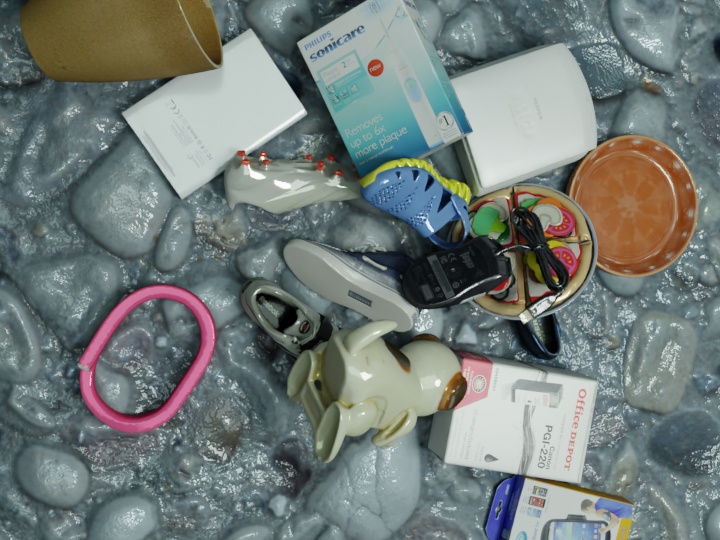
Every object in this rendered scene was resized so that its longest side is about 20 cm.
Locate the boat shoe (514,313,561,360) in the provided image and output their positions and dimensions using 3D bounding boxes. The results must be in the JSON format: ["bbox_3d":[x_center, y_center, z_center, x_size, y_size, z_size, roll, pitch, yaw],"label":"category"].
[{"bbox_3d":[0.239,0.024,1.052,0.084,0.069,0.201,-26,92,-6],"label":"boat shoe"}]

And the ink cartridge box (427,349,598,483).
[{"bbox_3d":[0.208,0.199,1.046,0.199,0.085,0.147,11,90,-11],"label":"ink cartridge box"}]

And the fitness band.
[{"bbox_3d":[-0.274,0.112,0.988,0.143,0.037,0.201,34,87,-9],"label":"fitness band"}]

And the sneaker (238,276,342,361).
[{"bbox_3d":[-0.073,0.084,0.996,0.199,0.088,0.074,34,84,-10],"label":"sneaker"}]

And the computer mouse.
[{"bbox_3d":[0.161,0.019,0.965,0.199,0.046,0.141,-28,63,-3],"label":"computer mouse"}]

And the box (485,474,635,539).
[{"bbox_3d":[0.281,0.363,1.084,0.199,0.041,0.120,15,89,-12],"label":"box"}]

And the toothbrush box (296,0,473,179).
[{"bbox_3d":[0.034,-0.234,0.977,0.146,0.085,0.201,-24,93,20],"label":"toothbrush box"}]

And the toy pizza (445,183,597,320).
[{"bbox_3d":[0.210,-0.032,1.011,0.199,0.032,0.201,-6,65,13],"label":"toy pizza"}]

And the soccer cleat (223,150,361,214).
[{"bbox_3d":[-0.081,-0.110,1.006,0.199,0.069,0.078,3,121,-16],"label":"soccer cleat"}]

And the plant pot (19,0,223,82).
[{"bbox_3d":[-0.293,-0.305,0.917,0.199,0.186,0.188,-16,94,5],"label":"plant pot"}]

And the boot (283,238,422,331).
[{"bbox_3d":[0.000,0.000,1.023,0.199,0.073,0.090,31,50,6],"label":"boot"}]

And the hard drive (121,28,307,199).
[{"bbox_3d":[-0.188,-0.204,1.000,0.200,0.025,0.132,-35,97,-7],"label":"hard drive"}]

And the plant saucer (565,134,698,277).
[{"bbox_3d":[0.385,-0.091,1.094,0.199,0.032,0.202,0,92,-10],"label":"plant saucer"}]

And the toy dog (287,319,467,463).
[{"bbox_3d":[0.033,0.132,0.960,0.199,0.140,0.195,4,116,-34],"label":"toy dog"}]

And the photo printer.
[{"bbox_3d":[0.221,-0.211,1.045,0.199,0.069,0.167,-19,94,-8],"label":"photo printer"}]

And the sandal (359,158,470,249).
[{"bbox_3d":[0.080,-0.082,0.971,0.199,0.079,0.088,11,60,-43],"label":"sandal"}]
